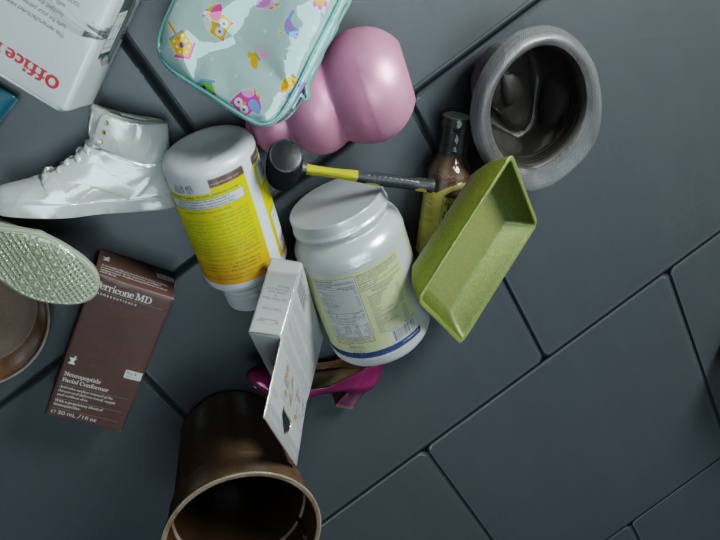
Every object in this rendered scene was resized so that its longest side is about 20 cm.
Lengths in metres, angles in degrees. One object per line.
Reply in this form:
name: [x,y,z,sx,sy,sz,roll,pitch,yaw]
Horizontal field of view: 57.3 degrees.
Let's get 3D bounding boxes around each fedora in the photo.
fedora: [0.204,-0.211,0.826,0.176,0.091,0.200,-42,127,7]

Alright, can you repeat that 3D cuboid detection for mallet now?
mallet: [-0.014,-0.105,0.746,0.194,0.066,0.043,8,77,-18]

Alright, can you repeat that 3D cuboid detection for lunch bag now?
lunch bag: [-0.097,-0.252,0.651,0.157,0.077,0.203,29,103,-9]

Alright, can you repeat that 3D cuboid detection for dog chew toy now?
dog chew toy: [-0.038,-0.190,0.746,0.194,0.126,0.127,-19,120,8]

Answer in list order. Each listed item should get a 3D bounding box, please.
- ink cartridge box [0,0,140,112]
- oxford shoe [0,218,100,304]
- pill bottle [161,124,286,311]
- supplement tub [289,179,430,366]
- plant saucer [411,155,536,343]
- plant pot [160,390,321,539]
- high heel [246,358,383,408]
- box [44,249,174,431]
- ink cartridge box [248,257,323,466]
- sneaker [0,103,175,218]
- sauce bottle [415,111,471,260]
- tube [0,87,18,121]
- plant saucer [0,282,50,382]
ink cartridge box: [-0.291,-0.280,0.625,0.144,0.084,0.203,30,104,-12]
oxford shoe: [-0.379,-0.021,0.713,0.195,0.058,0.077,21,101,-20]
pill bottle: [-0.150,-0.055,0.772,0.106,0.110,0.205,-18,125,-8]
supplement tub: [0.000,0.000,0.831,0.141,0.146,0.204,-23,120,-5]
plant saucer: [0.140,-0.026,0.841,0.203,0.047,0.200,-56,149,-4]
plant pot: [-0.168,0.283,0.883,0.194,0.199,0.206,-7,117,-14]
high heel: [-0.060,0.137,0.922,0.196,0.068,0.097,14,121,-39]
box: [-0.310,0.090,0.819,0.098,0.075,0.205,18,106,-23]
ink cartridge box: [-0.092,0.115,0.784,0.043,0.181,0.202,7,151,9]
sneaker: [-0.305,-0.123,0.725,0.194,0.074,0.119,-8,113,-22]
sauce bottle: [0.112,-0.101,0.865,0.063,0.065,0.206,-3,116,-15]
tube: [-0.451,-0.207,0.651,0.077,0.051,0.199,-41,125,13]
plant saucer: [-0.466,0.043,0.768,0.194,0.035,0.206,-8,117,-15]
